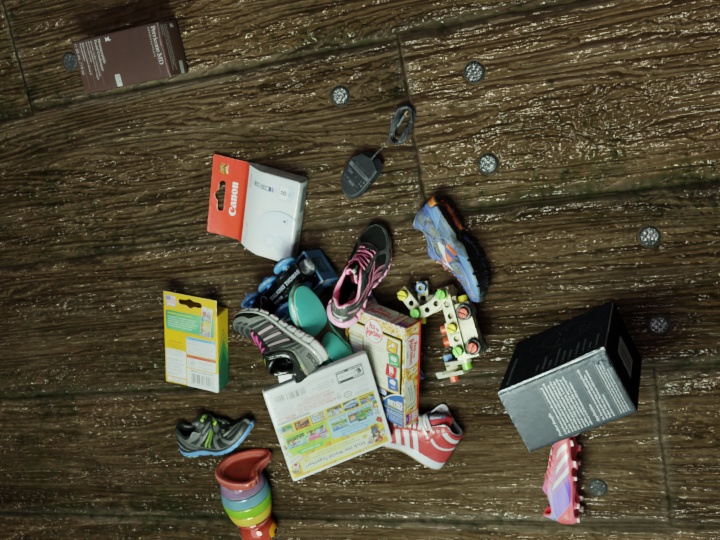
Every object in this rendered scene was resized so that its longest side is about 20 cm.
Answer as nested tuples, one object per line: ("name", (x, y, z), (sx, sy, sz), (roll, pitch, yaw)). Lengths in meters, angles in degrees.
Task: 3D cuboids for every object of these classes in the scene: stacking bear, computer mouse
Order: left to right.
("stacking bear", (-0.230, 0.494, 1.906), (0.111, 0.122, 0.204), (-4, 114, 19))
("computer mouse", (0.033, -0.208, 1.603), (0.059, 0.034, 0.200), (49, 113, 18))

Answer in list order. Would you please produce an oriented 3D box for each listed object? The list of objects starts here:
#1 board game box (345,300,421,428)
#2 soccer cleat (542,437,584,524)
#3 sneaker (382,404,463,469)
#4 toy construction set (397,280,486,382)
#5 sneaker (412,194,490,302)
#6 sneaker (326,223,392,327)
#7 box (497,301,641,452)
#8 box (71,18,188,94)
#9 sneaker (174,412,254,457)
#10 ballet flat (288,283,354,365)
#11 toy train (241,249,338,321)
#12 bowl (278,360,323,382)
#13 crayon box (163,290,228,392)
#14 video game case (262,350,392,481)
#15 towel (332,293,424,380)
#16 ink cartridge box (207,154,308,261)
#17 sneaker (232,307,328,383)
("board game box", (0.039, 0.168, 1.665), (0.150, 0.046, 0.204), (20, 120, 38))
("soccer cleat", (0.365, 0.373, 1.660), (0.075, 0.067, 0.204), (0, 111, 25))
("sneaker", (0.100, 0.290, 1.709), (0.198, 0.072, 0.113), (28, 118, -16))
("toy construction set", (0.154, 0.110, 1.629), (0.129, 0.092, 0.203), (-16, 102, 25))
("sneaker", (0.162, -0.033, 1.597), (0.078, 0.075, 0.202), (-30, 88, 35))
("sneaker", (0.000, 0.000, 1.606), (0.078, 0.096, 0.203), (20, 73, 13))
("box", (0.354, 0.176, 1.516), (0.194, 0.200, 0.125), (-26, 99, 26))
("box", (-0.428, -0.396, 1.685), (0.196, 0.075, 0.102), (-7, 106, 21))
("sneaker", (-0.311, 0.338, 1.897), (0.196, 0.071, 0.084), (-14, 109, 27))
("ballet flat", (-0.083, 0.110, 1.649), (0.070, 0.067, 0.201), (-1, 129, 54))
("toy train", (-0.137, 0.044, 1.704), (0.200, 0.114, 0.087), (-44, 71, 28))
("bowl", (-0.106, 0.229, 1.732), (0.073, 0.200, 0.204), (-10, 110, -13))
("crayon box", (-0.334, 0.137, 1.847), (0.123, 0.052, 0.204), (10, 112, 17))
("video game case", (-0.057, 0.262, 1.633), (0.197, 0.023, 0.185), (-20, 108, -9))
("towel", (0.018, 0.156, 1.737), (0.146, 0.024, 0.202), (-32, 95, 28))
("ink cartridge box", (-0.204, -0.117, 1.711), (0.196, 0.047, 0.163), (15, 113, 13))
("sneaker", (-0.157, 0.136, 1.606), (0.197, 0.088, 0.074), (24, 150, 22))
